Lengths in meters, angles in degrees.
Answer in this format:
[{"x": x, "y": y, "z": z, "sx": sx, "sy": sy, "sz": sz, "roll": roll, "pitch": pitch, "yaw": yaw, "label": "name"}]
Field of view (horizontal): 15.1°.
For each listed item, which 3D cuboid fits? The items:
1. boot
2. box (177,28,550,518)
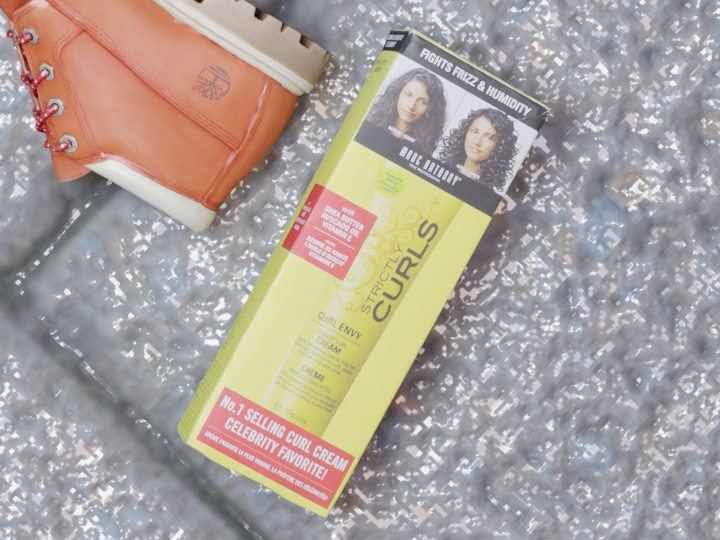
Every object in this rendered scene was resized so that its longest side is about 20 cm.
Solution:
[{"x": -0.123, "y": -0.096, "z": 1.135, "sx": 0.200, "sy": 0.075, "sz": 0.107, "roll": 31, "pitch": 95, "yaw": -9, "label": "boot"}, {"x": 0.000, "y": 0.000, "z": 1.166, "sx": 0.075, "sy": 0.050, "sz": 0.200, "roll": 30, "pitch": 91, "yaw": -9, "label": "box"}]
